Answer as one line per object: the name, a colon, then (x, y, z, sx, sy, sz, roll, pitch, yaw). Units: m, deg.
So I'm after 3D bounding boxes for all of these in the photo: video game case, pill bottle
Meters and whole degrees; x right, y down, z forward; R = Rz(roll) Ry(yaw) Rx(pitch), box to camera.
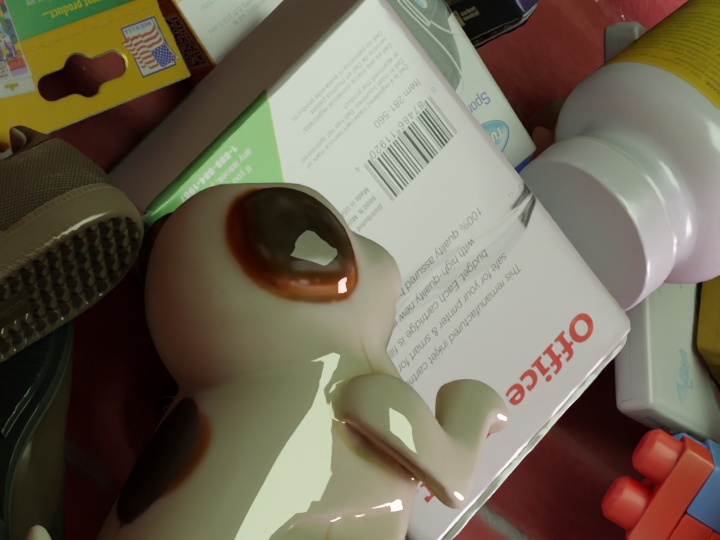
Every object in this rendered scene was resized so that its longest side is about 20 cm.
video game case: (0.173, -0.006, 1.446, 0.182, 0.024, 0.201, 28, 58, -58)
pill bottle: (0.162, -0.064, 1.323, 0.200, 0.112, 0.112, -37, 102, -36)

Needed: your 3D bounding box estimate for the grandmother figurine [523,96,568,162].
grandmother figurine: (0.082, 0.000, 1.362, 0.121, 0.060, 0.201, 40, 44, -18)

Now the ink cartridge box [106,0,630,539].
ink cartridge box: (0.000, 0.000, 1.208, 0.146, 0.084, 0.200, -45, 112, -18)

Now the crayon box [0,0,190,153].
crayon box: (-0.164, -0.148, 1.153, 0.126, 0.051, 0.201, -27, 94, -50)

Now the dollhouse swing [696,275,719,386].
dollhouse swing: (0.292, 0.044, 1.447, 0.200, 0.175, 0.183, 52, 38, -43)

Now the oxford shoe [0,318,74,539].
oxford shoe: (-0.144, 0.086, 1.072, 0.085, 0.072, 0.201, 67, 25, -47)

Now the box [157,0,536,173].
box: (-0.006, -0.083, 1.282, 0.119, 0.041, 0.201, -39, 107, -25)

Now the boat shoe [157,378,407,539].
boat shoe: (-0.020, 0.125, 1.180, 0.066, 0.072, 0.201, -45, 98, -18)

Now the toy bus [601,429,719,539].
toy bus: (0.193, 0.164, 1.348, 0.191, 0.201, 0.136, 27, 12, -5)

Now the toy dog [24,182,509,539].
toy dog: (-0.041, 0.066, 1.078, 0.193, 0.139, 0.201, 8, 80, -22)

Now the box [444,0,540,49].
box: (0.023, -0.217, 1.354, 0.201, 0.104, 0.148, 57, 41, -14)

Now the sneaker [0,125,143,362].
sneaker: (-0.180, 0.010, 1.046, 0.199, 0.071, 0.076, -26, 52, -27)
